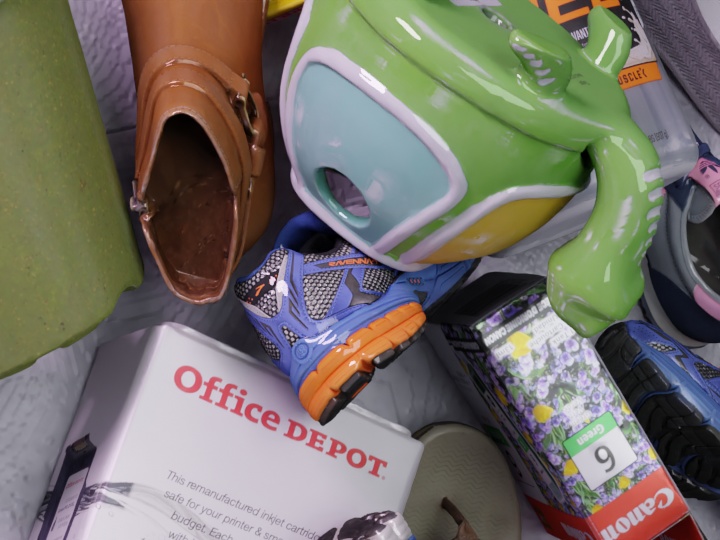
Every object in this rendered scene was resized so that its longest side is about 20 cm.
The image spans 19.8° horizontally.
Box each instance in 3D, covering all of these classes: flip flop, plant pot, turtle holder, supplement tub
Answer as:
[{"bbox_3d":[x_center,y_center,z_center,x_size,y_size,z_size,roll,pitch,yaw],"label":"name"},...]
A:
[{"bbox_3d":[0.046,0.174,1.009,0.081,0.058,0.201,14,76,-23],"label":"flip flop"},{"bbox_3d":[-0.185,-0.055,0.878,0.200,0.200,0.191,-31,109,-27],"label":"plant pot"},{"bbox_3d":[0.050,-0.064,0.914,0.185,0.141,0.132,30,113,-10],"label":"turtle holder"},{"bbox_3d":[0.076,-0.118,1.029,0.122,0.122,0.201,-22,85,-27],"label":"supplement tub"}]

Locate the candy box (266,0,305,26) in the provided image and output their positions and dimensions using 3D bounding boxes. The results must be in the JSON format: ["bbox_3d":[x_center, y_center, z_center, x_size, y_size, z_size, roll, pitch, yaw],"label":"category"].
[{"bbox_3d":[-0.014,-0.183,0.980,0.103,0.199,0.026,71,20,0],"label":"candy box"}]

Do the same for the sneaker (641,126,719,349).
[{"bbox_3d":[0.166,-0.058,1.092,0.070,0.082,0.201,-28,94,-27],"label":"sneaker"}]

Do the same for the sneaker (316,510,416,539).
[{"bbox_3d":[-0.026,0.196,0.866,0.200,0.078,0.089,-45,101,-24],"label":"sneaker"}]

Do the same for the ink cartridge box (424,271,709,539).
[{"bbox_3d":[0.109,0.097,1.020,0.050,0.109,0.201,-32,97,-10],"label":"ink cartridge box"}]

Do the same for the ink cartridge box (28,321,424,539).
[{"bbox_3d":[-0.076,0.144,0.939,0.144,0.084,0.201,26,72,-21],"label":"ink cartridge box"}]

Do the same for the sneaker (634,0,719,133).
[{"bbox_3d":[0.198,-0.176,1.137,0.116,0.074,0.200,-48,113,-26],"label":"sneaker"}]

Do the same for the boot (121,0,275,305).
[{"bbox_3d":[-0.077,-0.095,0.914,0.073,0.155,0.201,-13,111,9],"label":"boot"}]

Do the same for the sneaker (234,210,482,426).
[{"bbox_3d":[0.000,0.000,0.960,0.075,0.200,0.078,-43,90,18],"label":"sneaker"}]

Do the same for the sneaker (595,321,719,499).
[{"bbox_3d":[0.200,0.084,1.093,0.200,0.075,0.079,37,55,-23],"label":"sneaker"}]
